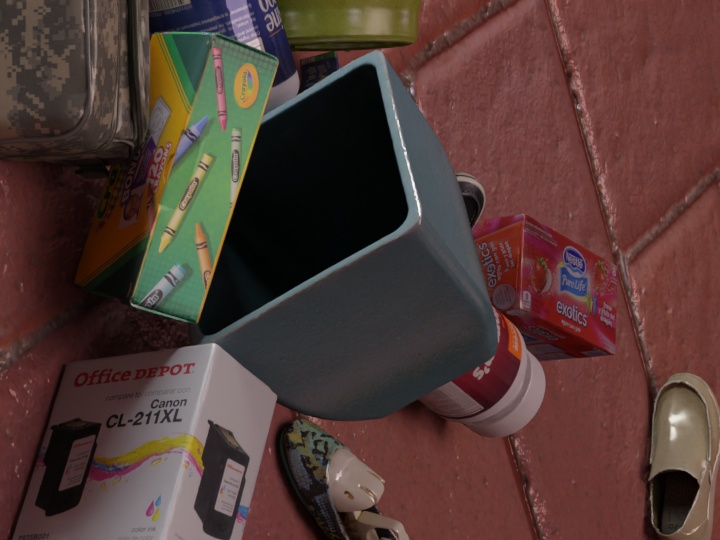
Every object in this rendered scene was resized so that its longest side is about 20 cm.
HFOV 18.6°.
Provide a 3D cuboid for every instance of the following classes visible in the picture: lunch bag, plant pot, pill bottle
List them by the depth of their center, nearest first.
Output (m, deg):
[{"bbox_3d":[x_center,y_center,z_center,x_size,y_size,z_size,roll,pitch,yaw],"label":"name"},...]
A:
[{"bbox_3d":[-0.215,-0.171,1.534,0.168,0.139,0.201,17,70,-75],"label":"lunch bag"},{"bbox_3d":[0.000,0.000,1.648,0.200,0.196,0.196,46,22,-40],"label":"plant pot"},{"bbox_3d":[-0.111,-0.172,1.708,0.111,0.111,0.200,-40,119,-53],"label":"pill bottle"},{"bbox_3d":[-0.021,-0.278,1.792,0.200,0.200,0.194,-4,93,-58],"label":"plant pot"},{"bbox_3d":[0.082,0.071,1.971,0.200,0.109,0.110,40,52,-47],"label":"pill bottle"}]

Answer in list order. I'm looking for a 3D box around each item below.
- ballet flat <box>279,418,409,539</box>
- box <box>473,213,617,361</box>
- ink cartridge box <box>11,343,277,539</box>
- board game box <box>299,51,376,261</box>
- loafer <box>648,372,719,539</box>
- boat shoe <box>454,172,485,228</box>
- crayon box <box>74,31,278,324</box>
[{"bbox_3d":[0.000,0.204,1.856,0.200,0.074,0.074,63,37,-28],"label":"ballet flat"},{"bbox_3d":[0.161,0.020,2.114,0.200,0.099,0.096,25,64,-53],"label":"box"},{"bbox_3d":[-0.157,0.160,1.542,0.083,0.145,0.200,44,49,-42],"label":"ink cartridge box"},{"bbox_3d":[-0.015,-0.088,1.823,0.200,0.034,0.136,-96,170,-68],"label":"board game box"},{"bbox_3d":[0.354,0.211,2.408,0.068,0.075,0.201,16,71,-62],"label":"loafer"},{"bbox_3d":[0.039,0.004,1.852,0.075,0.200,0.062,35,10,-37],"label":"boat shoe"},{"bbox_3d":[-0.134,-0.069,1.586,0.058,0.119,0.201,18,88,-27],"label":"crayon box"}]
